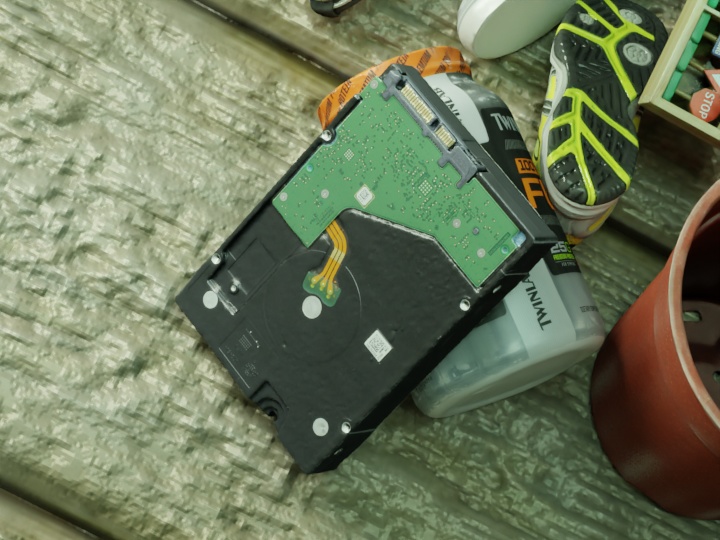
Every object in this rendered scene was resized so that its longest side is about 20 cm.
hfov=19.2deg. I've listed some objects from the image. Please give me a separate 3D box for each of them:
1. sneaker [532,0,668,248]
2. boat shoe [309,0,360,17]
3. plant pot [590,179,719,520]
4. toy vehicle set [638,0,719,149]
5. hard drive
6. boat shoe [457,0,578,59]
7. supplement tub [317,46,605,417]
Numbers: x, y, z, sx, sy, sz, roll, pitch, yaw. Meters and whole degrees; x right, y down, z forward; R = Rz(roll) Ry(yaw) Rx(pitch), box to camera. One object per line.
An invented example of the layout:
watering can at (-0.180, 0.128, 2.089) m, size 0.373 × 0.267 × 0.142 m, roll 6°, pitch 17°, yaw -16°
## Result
sneaker at (0.142, -0.099, 1.347) m, size 0.075 × 0.076 × 0.200 m, roll 24°, pitch 49°, yaw 0°
boat shoe at (0.028, -0.238, 1.372) m, size 0.200 × 0.072 × 0.068 m, roll -43°, pitch 124°, yaw -30°
plant pot at (0.236, 0.055, 1.250) m, size 0.200 × 0.195 × 0.201 m, roll 5°, pitch 71°, yaw -14°
toy vehicle set at (0.269, -0.163, 1.312) m, size 0.124 × 0.027 × 0.200 m, roll 26°, pitch 87°, yaw -9°
hard drive at (0.000, 0.000, 1.206) m, size 0.140 × 0.200 × 0.038 m, roll 50°, pitch 24°, yaw 19°
boat shoe at (0.123, -0.216, 1.383) m, size 0.068 × 0.072 × 0.200 m, roll 38°, pitch 72°, yaw 23°
supplement tub at (0.055, -0.024, 1.265) m, size 0.122 × 0.123 × 0.200 m, roll -19°, pitch 79°, yaw -20°
